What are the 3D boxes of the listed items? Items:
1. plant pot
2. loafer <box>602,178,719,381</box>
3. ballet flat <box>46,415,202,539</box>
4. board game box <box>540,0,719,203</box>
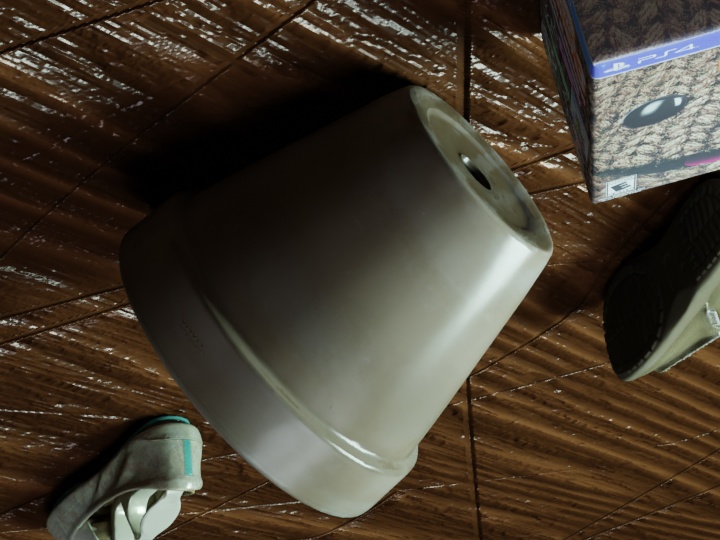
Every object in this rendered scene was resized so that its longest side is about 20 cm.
[{"bbox_3d":[0.000,0.000,1.215,0.173,0.200,0.200,-41,149,16],"label":"plant pot"},{"bbox_3d":[0.217,0.012,1.475,0.067,0.076,0.200,2,152,-20],"label":"loafer"},{"bbox_3d":[-0.168,0.167,1.608,0.067,0.063,0.200,0,153,-30],"label":"ballet flat"},{"bbox_3d":[0.172,-0.126,1.090,0.159,0.097,0.200,-16,163,2],"label":"board game box"}]
